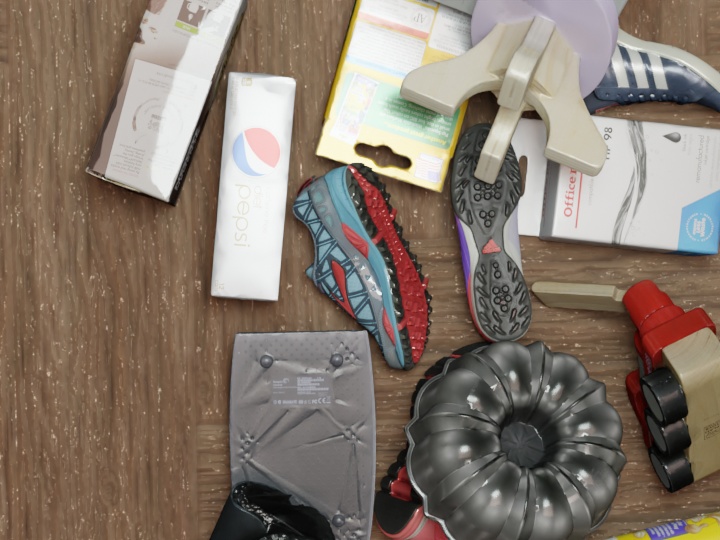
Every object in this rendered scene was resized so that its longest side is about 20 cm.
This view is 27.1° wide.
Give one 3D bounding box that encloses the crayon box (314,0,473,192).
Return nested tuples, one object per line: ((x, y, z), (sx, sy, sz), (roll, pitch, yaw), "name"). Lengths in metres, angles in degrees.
((0.041, -0.184, 1.380), (0.124, 0.052, 0.202), (16, 88, -5), "crayon box")

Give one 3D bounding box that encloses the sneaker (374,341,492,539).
((0.085, 0.164, 1.388), (0.087, 0.073, 0.202), (35, 77, -38), "sneaker")

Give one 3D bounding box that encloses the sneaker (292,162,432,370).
((0.000, 0.000, 1.378), (0.095, 0.079, 0.202), (-12, 106, 31), "sneaker")

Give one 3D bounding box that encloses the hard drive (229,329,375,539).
((-0.053, 0.153, 1.370), (0.133, 0.042, 0.203), (-1, 97, -4), "hard drive")

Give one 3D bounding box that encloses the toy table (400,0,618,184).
((0.138, -0.165, 1.275), (0.182, 0.201, 0.118), (18, 65, 17), "toy table")

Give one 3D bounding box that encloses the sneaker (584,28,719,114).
((0.248, -0.173, 1.389), (0.198, 0.075, 0.085), (24, 87, 5), "sneaker")

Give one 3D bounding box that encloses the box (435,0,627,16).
((0.161, -0.330, 1.287), (0.198, 0.199, 0.173), (22, 63, 0), "box")

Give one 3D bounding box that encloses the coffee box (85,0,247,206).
((-0.170, -0.164, 1.332), (0.079, 0.113, 0.202), (20, 88, -4), "coffee box")

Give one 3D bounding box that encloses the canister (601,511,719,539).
((0.279, 0.272, 1.356), (0.197, 0.149, 0.088), (-13, 75, -2), "canister")

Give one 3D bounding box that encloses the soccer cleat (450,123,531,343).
((0.116, -0.032, 1.380), (0.067, 0.073, 0.203), (-7, 84, -7), "soccer cleat")

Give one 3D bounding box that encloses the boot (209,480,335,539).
((-0.066, 0.298, 1.324), (0.199, 0.076, 0.169), (38, 120, 5), "boot")

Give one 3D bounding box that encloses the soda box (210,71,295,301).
((-0.097, -0.075, 1.360), (0.063, 0.068, 0.203), (4, 90, -5), "soda box")

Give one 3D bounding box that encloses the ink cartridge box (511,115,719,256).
((0.232, -0.080, 1.388), (0.197, 0.067, 0.117), (5, 90, -5), "ink cartridge box")

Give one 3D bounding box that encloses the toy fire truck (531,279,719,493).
((0.259, 0.081, 1.367), (0.127, 0.177, 0.201), (-25, 50, -4), "toy fire truck")

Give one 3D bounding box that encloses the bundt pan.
((0.141, 0.148, 1.294), (0.199, 0.076, 0.204), (4, 67, -9), "bundt pan")
